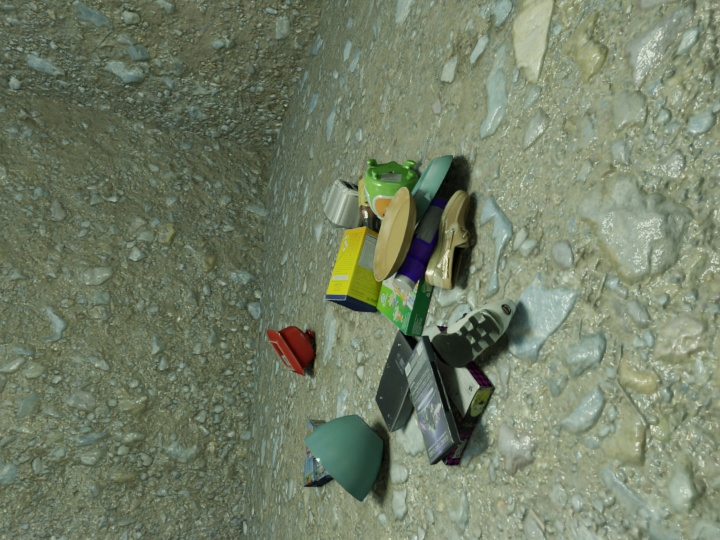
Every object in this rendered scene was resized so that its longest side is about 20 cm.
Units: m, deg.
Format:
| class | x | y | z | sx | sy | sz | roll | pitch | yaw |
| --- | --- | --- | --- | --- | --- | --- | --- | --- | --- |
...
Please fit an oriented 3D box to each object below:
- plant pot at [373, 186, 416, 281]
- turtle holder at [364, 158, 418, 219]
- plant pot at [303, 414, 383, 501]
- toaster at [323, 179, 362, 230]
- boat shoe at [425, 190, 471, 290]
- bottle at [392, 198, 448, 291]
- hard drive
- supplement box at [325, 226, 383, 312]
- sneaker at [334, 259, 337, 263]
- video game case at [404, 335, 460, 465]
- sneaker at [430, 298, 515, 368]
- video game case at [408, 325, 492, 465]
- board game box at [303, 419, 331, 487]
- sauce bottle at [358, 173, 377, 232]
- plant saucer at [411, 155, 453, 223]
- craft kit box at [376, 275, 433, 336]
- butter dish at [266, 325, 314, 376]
| class | x | y | z | sx | sy | sz | roll | pitch | yaw |
| --- | --- | --- | --- | --- | --- | --- | --- | --- | --- |
| plant pot | 0.073 | -0.072 | 1.061 | 0.200 | 0.027 | 0.202 | -165 | 90 | -77 |
| turtle holder | 0.070 | -0.211 | 1.304 | 0.186 | 0.139 | 0.133 | -129 | 34 | -52 |
| plant pot | -0.021 | 0.433 | 1.241 | 0.135 | 0.200 | 0.200 | -45 | 18 | -10 |
| toaster | -0.044 | -0.208 | 1.638 | 0.200 | 0.112 | 0.130 | -121 | 46 | -62 |
| boat shoe | 0.192 | -0.060 | 1.027 | 0.064 | 0.071 | 0.202 | 17 | 90 | 34 |
| bottle | 0.131 | -0.052 | 1.071 | 0.201 | 0.065 | 0.084 | -61 | -1 | -17 |
| hard drive | 0.093 | 0.254 | 1.174 | 0.135 | 0.042 | 0.202 | -123 | 46 | -61 |
| supplement box | 0.000 | 0.000 | 1.364 | 0.109 | 0.108 | 0.202 | -3 | 67 | 57 |
| sneaker | -0.026 | 0.012 | 1.527 | 0.200 | 0.080 | 0.075 | -130 | 42 | -66 |
| video game case | 0.129 | 0.245 | 0.961 | 0.143 | 0.019 | 0.202 | 106 | 154 | -54 |
| sneaker | 0.203 | 0.110 | 0.901 | 0.074 | 0.088 | 0.200 | 54 | 144 | 5 |
| video game case | 0.167 | 0.237 | 0.993 | 0.200 | 0.035 | 0.183 | -121 | 44 | -60 |
| board game box | -0.124 | 0.553 | 1.598 | 0.200 | 0.061 | 0.202 | 126 | 146 | -50 |
| sauce bottle | 0.026 | -0.192 | 1.515 | 0.065 | 0.064 | 0.202 | 133 | 139 | -56 |
| plant saucer | 0.138 | -0.173 | 1.127 | 0.201 | 0.036 | 0.200 | -60 | 2 | 4 |
| craft kit box | 0.111 | 0.029 | 1.224 | 0.197 | 0.048 | 0.202 | -141 | 62 | -70 |
| butter dish | -0.240 | 0.278 | 1.927 | 0.201 | 0.147 | 0.200 | 59 | 157 | -8 |
